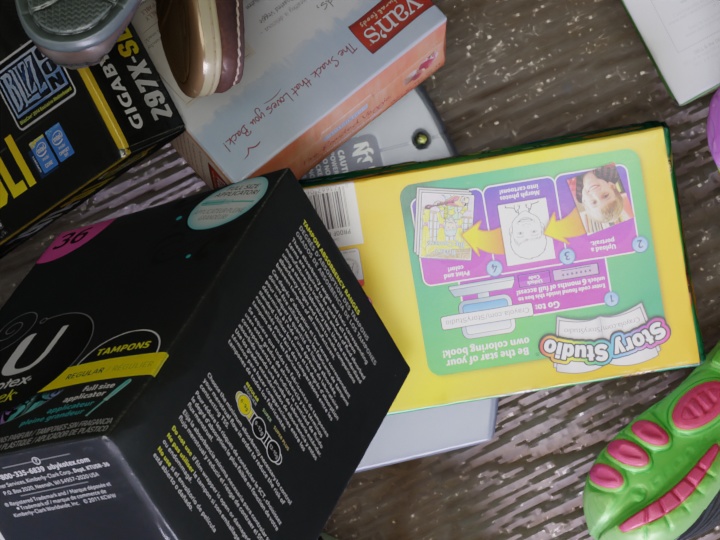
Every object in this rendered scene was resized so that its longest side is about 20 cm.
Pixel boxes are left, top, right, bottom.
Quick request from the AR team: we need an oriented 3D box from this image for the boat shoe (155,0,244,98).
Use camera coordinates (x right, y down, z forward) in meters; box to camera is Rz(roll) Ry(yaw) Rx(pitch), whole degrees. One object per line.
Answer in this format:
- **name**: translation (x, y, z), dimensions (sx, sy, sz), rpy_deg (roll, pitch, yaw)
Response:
- **boat shoe**: translation (-0.057, -0.168, 1.368), dimensions (0.072, 0.072, 0.201), rpy_deg (4, 54, -12)

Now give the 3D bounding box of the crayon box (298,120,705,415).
- **crayon box**: translation (0.063, 0.001, 1.446), dimensions (0.199, 0.058, 0.119), rpy_deg (-9, 96, 4)

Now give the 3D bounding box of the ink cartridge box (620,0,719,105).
- **ink cartridge box**: translation (0.156, -0.194, 1.454), dimensions (0.103, 0.059, 0.201), rpy_deg (-28, 94, 6)

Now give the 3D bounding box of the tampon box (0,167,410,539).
- **tampon box**: translation (-0.097, 0.071, 1.338), dimensions (0.149, 0.200, 0.127), rpy_deg (-14, 119, 34)

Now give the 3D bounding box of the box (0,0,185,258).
- **box**: translation (-0.190, -0.094, 1.426), dimensions (0.200, 0.049, 0.160), rpy_deg (-29, 89, 45)

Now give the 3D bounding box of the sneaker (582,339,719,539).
- **sneaker**: translation (0.192, 0.075, 1.478), dimensions (0.199, 0.084, 0.077), rpy_deg (-31, 75, -10)

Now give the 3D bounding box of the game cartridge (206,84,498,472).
- **game cartridge**: translation (0.000, 0.000, 1.495), dimensions (0.132, 0.041, 0.201), rpy_deg (-12, 95, 8)

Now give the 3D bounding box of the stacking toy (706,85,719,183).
- **stacking toy**: translation (0.206, -0.063, 1.384), dimensions (0.109, 0.200, 0.117), rpy_deg (-5, 77, 21)

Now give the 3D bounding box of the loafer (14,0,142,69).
- **loafer**: translation (-0.115, -0.172, 1.346), dimensions (0.071, 0.063, 0.201), rpy_deg (0, 60, 8)

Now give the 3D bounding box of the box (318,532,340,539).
- **box**: translation (-0.022, 0.164, 1.494), dimensions (0.199, 0.075, 0.050), rpy_deg (23, 97, -1)

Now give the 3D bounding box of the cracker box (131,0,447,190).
- **cracker box**: translation (-0.070, -0.141, 1.428), dimensions (0.134, 0.058, 0.200), rpy_deg (-38, 74, -12)
